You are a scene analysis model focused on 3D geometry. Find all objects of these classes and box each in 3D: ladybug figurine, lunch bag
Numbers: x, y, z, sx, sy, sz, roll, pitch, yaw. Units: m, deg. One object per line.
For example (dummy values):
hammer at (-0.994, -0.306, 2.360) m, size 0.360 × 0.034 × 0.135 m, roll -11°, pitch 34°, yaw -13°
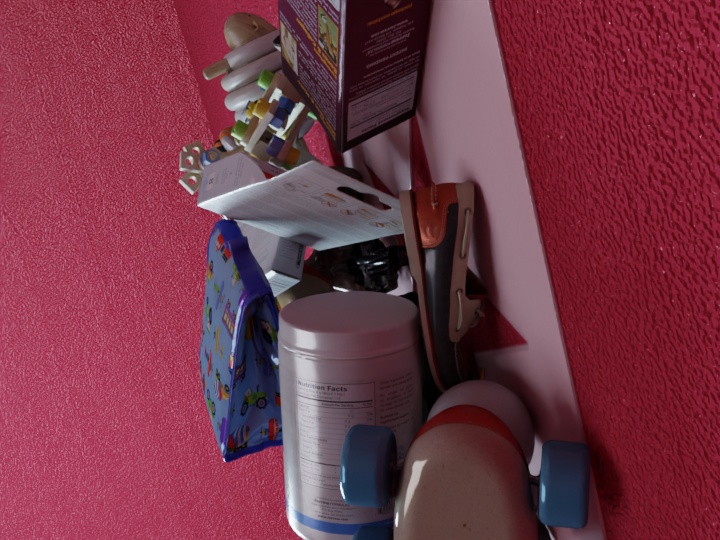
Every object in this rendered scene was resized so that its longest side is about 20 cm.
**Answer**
ladybug figurine at (-0.072, 0.047, 1.141) m, size 0.200 × 0.071 × 0.138 m, roll -157°, pitch 48°, yaw -70°
lunch bag at (-0.117, 0.056, 0.911) m, size 0.151 × 0.093 × 0.203 m, roll -123°, pitch 26°, yaw -55°

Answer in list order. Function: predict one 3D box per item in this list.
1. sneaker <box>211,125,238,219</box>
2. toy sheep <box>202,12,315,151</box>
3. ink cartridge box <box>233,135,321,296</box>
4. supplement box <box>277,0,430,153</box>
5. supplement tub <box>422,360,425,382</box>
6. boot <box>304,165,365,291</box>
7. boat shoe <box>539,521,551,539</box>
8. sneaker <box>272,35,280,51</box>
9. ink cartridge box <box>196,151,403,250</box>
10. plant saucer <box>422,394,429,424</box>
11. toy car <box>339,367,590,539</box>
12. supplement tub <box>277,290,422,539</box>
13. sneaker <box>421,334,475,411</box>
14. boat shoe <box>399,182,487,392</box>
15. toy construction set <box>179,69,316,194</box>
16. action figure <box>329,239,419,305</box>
sneaker at (-0.120, -0.101, 1.248) m, size 0.113 × 0.198 × 0.078 m, roll -57°, pitch 0°, yaw 31°
toy sheep at (-0.114, -0.228, 1.160) m, size 0.202 × 0.136 × 0.138 m, roll 64°, pitch 171°, yaw -17°
ink cartridge box at (-0.109, -0.059, 1.091) m, size 0.199 × 0.040 × 0.203 m, roll -29°, pitch 48°, yaw 58°
supplement box at (-0.008, -0.210, 0.754) m, size 0.111 × 0.085 × 0.201 m, roll 55°, pitch 162°, yaw 24°
supplement tub at (0.032, 0.177, 1.036) m, size 0.145 × 0.143 × 0.203 m, roll 129°, pitch 122°, yaw -76°
boot at (-0.062, -0.056, 1.185) m, size 0.184 × 0.064 × 0.202 m, roll 10°, pitch 131°, yaw 29°
boat shoe at (0.080, 0.257, 0.805) m, size 0.065 × 0.197 × 0.073 m, roll 51°, pitch 152°, yaw 41°
sneaker at (-0.025, -0.211, 0.964) m, size 0.088 × 0.075 × 0.200 m, roll 57°, pitch 178°, yaw -27°
ink cartridge box at (-0.041, -0.075, 0.886) m, size 0.199 × 0.159 × 0.048 m, roll -12°, pitch 64°, yaw 50°
plant saucer at (-0.014, 0.164, 0.955) m, size 0.198 × 0.036 × 0.204 m, roll 8°, pitch 102°, yaw 39°
toy car at (0.096, 0.169, 0.764) m, size 0.200 × 0.181 × 0.180 m, roll -56°, pitch -35°, yaw -65°
supplement tub at (-0.008, 0.132, 0.829) m, size 0.132 × 0.130 × 0.204 m, roll -142°, pitch 49°, yaw -70°
sneaker at (0.098, 0.160, 0.906) m, size 0.104 × 0.059 × 0.203 m, roll 118°, pitch 136°, yaw -81°
boat shoe at (0.078, 0.018, 0.788) m, size 0.072 × 0.061 × 0.203 m, roll -92°, pitch -9°, yaw -61°
toy construction set at (-0.111, -0.141, 0.981) m, size 0.092 × 0.133 × 0.199 m, roll 35°, pitch 148°, yaw -27°
action figure at (0.000, 0.000, 1.032) m, size 0.200 × 0.100 × 0.121 m, roll -156°, pitch 63°, yaw -75°
